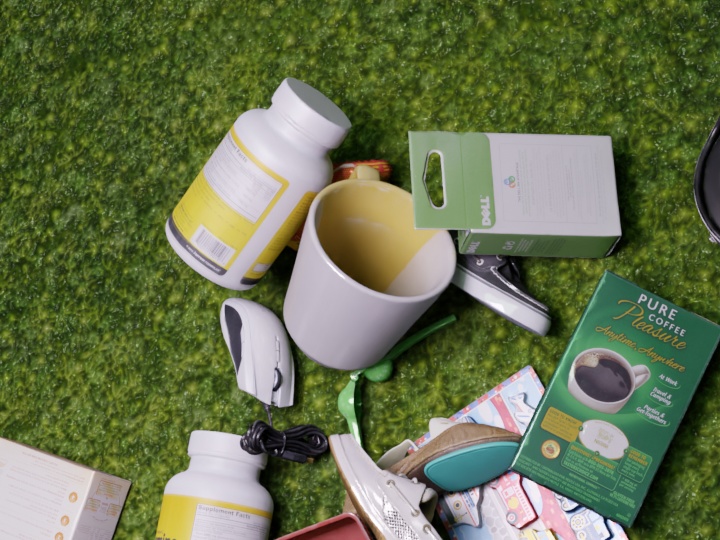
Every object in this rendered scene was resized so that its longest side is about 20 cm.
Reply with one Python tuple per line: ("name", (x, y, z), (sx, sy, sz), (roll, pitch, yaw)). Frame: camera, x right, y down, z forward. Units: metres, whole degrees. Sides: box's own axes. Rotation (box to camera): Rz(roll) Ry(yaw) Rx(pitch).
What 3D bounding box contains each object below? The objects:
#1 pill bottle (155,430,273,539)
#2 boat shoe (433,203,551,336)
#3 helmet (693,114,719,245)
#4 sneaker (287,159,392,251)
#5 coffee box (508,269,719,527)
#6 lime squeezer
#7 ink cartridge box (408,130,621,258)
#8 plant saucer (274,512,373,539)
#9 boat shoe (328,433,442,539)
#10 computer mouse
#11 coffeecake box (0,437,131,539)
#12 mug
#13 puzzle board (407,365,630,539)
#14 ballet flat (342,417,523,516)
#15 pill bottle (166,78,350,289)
("pill bottle", (-0.147, 0.266, 1.445), (0.111, 0.112, 0.202), (2, 74, 28))
("boat shoe", (0.119, -0.008, 1.429), (0.200, 0.070, 0.066), (36, 93, 40))
("helmet", (0.389, -0.086, 1.236), (0.198, 0.191, 0.201), (5, 51, -6))
("sneaker", (-0.048, -0.065, 1.543), (0.199, 0.073, 0.078), (-23, 81, 27))
("coffee box", (0.229, 0.115, 1.310), (0.122, 0.044, 0.201), (25, 84, 7))
("lime squeezer", (0.020, 0.118, 1.452), (0.070, 0.038, 0.201), (26, 86, 32))
("ink cartridge box", (0.141, -0.072, 1.382), (0.198, 0.059, 0.105), (1, 69, -8))
("plant saucer", (-0.029, 0.328, 1.344), (0.199, 0.037, 0.201), (-26, 96, 30))
("boat shoe", (0.039, 0.219, 1.313), (0.069, 0.071, 0.200), (-31, 58, -7))
("computer mouse", (-0.094, 0.101, 1.483), (0.044, 0.109, 0.201), (-40, 52, 30))
("coffeecake box", (-0.355, 0.297, 1.568), (0.153, 0.073, 0.201), (13, 80, 31))
("mug", (0.005, 0.008, 1.420), (0.149, 0.187, 0.154), (34, 134, 6))
("puzzle board", (0.143, 0.210, 1.367), (0.150, 0.017, 0.201), (-35, 60, 13))
("ballet flat", (0.063, 0.185, 1.382), (0.199, 0.068, 0.073), (-35, 41, 19))
("pill bottle", (-0.098, -0.088, 1.457), (0.200, 0.112, 0.112), (-52, 57, 17))
